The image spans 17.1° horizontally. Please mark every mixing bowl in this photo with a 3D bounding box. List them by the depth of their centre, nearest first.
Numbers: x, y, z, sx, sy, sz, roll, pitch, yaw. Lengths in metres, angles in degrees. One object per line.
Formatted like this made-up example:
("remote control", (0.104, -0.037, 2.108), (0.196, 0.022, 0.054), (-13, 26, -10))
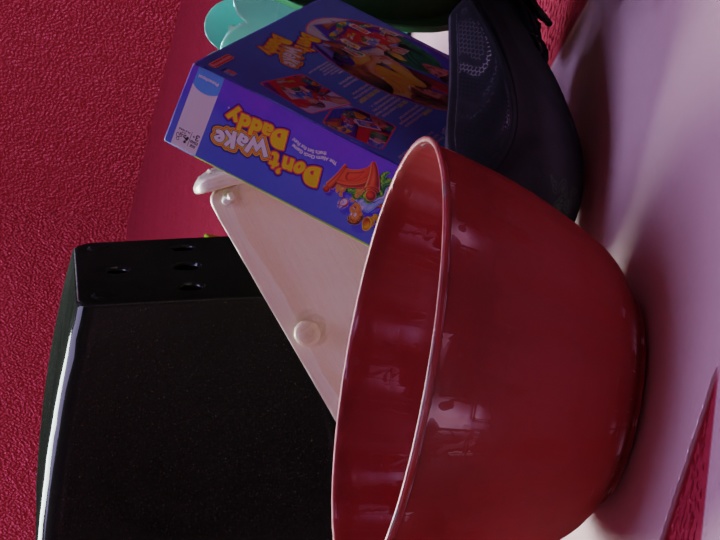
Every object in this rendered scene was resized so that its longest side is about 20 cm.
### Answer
("mixing bowl", (0.060, 0.048, 1.065), (0.200, 0.108, 0.201), (-170, 90, -79))

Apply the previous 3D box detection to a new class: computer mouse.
("computer mouse", (0.077, -0.087, 1.185), (0.139, 0.052, 0.201), (46, -143, -54))

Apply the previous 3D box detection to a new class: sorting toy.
("sorting toy", (0.000, 0.000, 1.368), (0.201, 0.107, 0.180), (60, -177, -10))

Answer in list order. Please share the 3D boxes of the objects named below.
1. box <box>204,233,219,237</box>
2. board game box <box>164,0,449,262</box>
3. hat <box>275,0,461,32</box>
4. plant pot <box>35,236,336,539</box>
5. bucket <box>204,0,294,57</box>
("box", (-0.135, 0.038, 2.366), (0.200, 0.047, 0.123), (-135, 55, -78))
("board game box", (0.001, -0.078, 1.237), (0.045, 0.134, 0.200), (-66, -11, 22))
("hat", (0.017, -0.250, 1.428), (0.200, 0.165, 0.177), (38, 127, 44))
("plant pot", (-0.102, 0.081, 1.453), (0.200, 0.198, 0.178), (-114, 23, -73))
("bucket", (-0.040, -0.206, 1.807), (0.207, 0.134, 0.208), (-170, 90, -81))
